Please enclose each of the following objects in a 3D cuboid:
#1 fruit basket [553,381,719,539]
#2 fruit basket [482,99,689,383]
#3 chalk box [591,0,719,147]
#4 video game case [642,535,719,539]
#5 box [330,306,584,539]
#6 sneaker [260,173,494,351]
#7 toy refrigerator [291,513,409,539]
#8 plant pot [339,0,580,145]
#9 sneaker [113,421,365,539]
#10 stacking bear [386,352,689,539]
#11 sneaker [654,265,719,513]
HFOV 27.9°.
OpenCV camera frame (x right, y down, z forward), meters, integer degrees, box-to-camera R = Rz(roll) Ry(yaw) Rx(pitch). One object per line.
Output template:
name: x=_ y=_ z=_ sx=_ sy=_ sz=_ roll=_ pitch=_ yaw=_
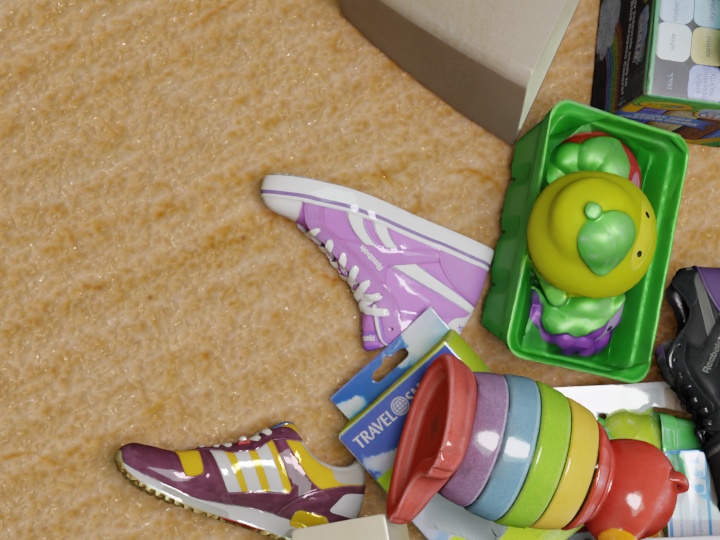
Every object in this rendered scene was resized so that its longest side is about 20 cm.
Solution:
fruit basket: x=0.204 y=0.184 z=1.167 sx=0.198 sy=0.094 sz=0.188 roll=-2 pitch=87 yaw=-5
fruit basket: x=0.182 y=-0.023 z=1.110 sx=0.154 sy=0.215 sz=0.218 roll=13 pitch=85 yaw=-23
chalk box: x=0.270 y=-0.179 z=1.140 sx=0.123 sy=0.200 sz=0.126 roll=7 pitch=86 yaw=-7
video game case: x=0.255 y=0.267 z=1.140 sx=0.198 sy=0.183 sz=0.024 roll=-1 pitch=46 yaw=-8
box: x=0.078 y=0.144 z=1.131 sx=0.122 sy=0.048 sz=0.200 roll=-42 pitch=91 yaw=15
sneaker: x=0.000 y=0.000 z=1.161 sx=0.199 sy=0.073 sz=0.115 roll=23 pitch=87 yaw=-6
toy refrigerator: x=0.008 y=0.285 z=1.063 sx=0.075 sy=0.070 sz=0.202 roll=-13 pitch=78 yaw=13
plant pot: x=0.087 y=-0.243 z=1.134 sx=0.176 sy=0.200 sz=0.201 roll=25 pitch=84 yaw=7
sneaker: x=-0.092 y=0.155 z=1.143 sx=0.198 sy=0.075 sz=0.091 roll=21 pitch=79 yaw=-13
stacking bear: x=0.135 y=0.142 z=1.044 sx=0.198 sy=0.122 sz=0.115 roll=19 pitch=52 yaw=-10
sneaker: x=0.266 y=0.093 z=1.113 sx=0.087 sy=0.076 sz=0.202 roll=8 pitch=64 yaw=-2
